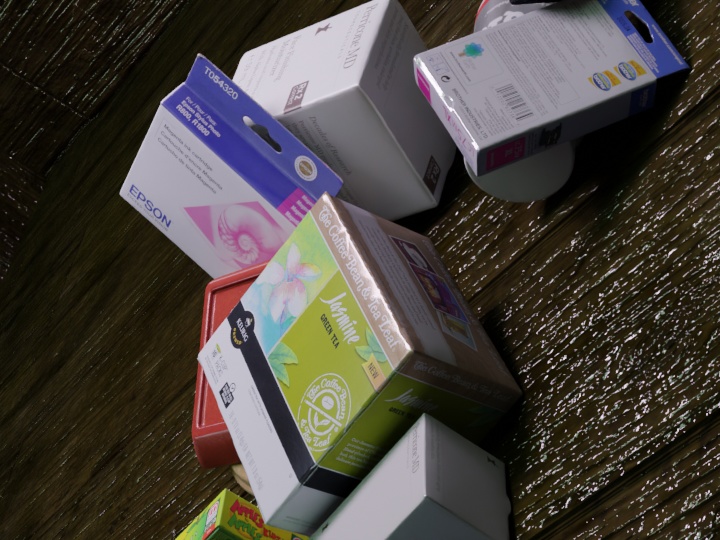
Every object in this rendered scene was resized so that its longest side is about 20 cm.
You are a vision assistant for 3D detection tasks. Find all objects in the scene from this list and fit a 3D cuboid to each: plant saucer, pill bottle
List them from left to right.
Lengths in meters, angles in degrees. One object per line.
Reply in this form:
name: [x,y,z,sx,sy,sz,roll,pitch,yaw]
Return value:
plant saucer: [-0.093,0.075,1.590,0.199,0.036,0.202,-17,61,43]
pill bottle: [0.149,-0.162,1.486,0.114,0.113,0.201,-43,24,38]

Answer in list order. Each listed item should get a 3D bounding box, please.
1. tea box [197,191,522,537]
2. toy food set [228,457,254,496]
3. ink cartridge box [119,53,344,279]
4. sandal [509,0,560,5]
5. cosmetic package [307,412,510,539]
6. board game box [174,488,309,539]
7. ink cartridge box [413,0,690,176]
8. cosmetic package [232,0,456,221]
tea box: [-0.006,0.084,1.365,0.197,0.133,0.201,-50,43,20]
toy food set: [-0.065,0.123,1.605,0.197,0.048,0.203,-10,66,46]
ink cartridge box: [-0.133,-0.081,1.661,0.043,0.196,0.201,-42,-10,-42]
sandal: [0.191,-0.266,1.466,0.075,0.049,0.199,-12,7,42]
cosmetic package: [0.020,0.220,1.252,0.200,0.084,0.108,-51,17,24]
board game box: [-0.140,0.293,1.519,0.200,0.101,0.048,-46,21,31]
ink cartridge box: [0.158,-0.162,1.380,0.198,0.042,0.120,-23,55,-10]
cosmetic package: [-0.023,-0.148,1.726,0.198,0.166,0.166,-18,35,30]
